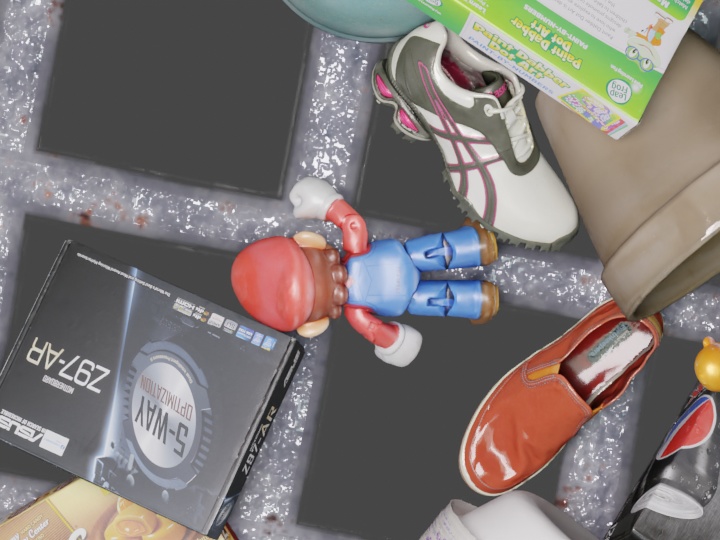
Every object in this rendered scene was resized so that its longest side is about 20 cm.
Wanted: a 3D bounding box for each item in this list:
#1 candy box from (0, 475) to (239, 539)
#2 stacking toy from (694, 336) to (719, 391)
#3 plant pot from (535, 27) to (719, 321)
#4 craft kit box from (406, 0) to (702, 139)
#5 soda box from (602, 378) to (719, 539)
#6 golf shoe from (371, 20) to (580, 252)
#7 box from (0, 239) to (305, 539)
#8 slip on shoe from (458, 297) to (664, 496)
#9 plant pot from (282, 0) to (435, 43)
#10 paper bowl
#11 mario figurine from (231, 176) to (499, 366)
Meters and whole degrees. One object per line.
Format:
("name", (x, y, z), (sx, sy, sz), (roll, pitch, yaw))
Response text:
("candy box", (-0.207, 0.218, 1.621), (0.199, 0.055, 0.116), (-30, 93, 4))
("stacking toy", (0.316, 0.043, 1.524), (0.199, 0.110, 0.117), (-24, 91, -30))
("plant pot", (0.224, -0.090, 1.529), (0.200, 0.200, 0.174), (-37, 78, 4))
("craft kit box", (0.146, -0.225, 1.451), (0.200, 0.049, 0.198), (33, 67, -6))
("soda box", (0.259, 0.142, 1.555), (0.071, 0.063, 0.200), (37, 63, -3))
("golf shoe", (0.096, -0.098, 1.558), (0.200, 0.088, 0.077), (45, 51, -5))
("box", (-0.164, 0.088, 1.574), (0.199, 0.044, 0.161), (24, 82, 13))
("slip on shoe", (0.152, 0.095, 1.600), (0.200, 0.061, 0.074), (-43, 95, 6))
("plant pot", (0.012, -0.267, 1.530), (0.199, 0.134, 0.201), (0, 96, 2))
("paper bowl", (0.136, 0.240, 1.544), (0.200, 0.201, 0.105), (37, 96, -3))
("mario figurine", (0.000, 0.000, 1.599), (0.199, 0.106, 0.124), (-1, 59, -9))
